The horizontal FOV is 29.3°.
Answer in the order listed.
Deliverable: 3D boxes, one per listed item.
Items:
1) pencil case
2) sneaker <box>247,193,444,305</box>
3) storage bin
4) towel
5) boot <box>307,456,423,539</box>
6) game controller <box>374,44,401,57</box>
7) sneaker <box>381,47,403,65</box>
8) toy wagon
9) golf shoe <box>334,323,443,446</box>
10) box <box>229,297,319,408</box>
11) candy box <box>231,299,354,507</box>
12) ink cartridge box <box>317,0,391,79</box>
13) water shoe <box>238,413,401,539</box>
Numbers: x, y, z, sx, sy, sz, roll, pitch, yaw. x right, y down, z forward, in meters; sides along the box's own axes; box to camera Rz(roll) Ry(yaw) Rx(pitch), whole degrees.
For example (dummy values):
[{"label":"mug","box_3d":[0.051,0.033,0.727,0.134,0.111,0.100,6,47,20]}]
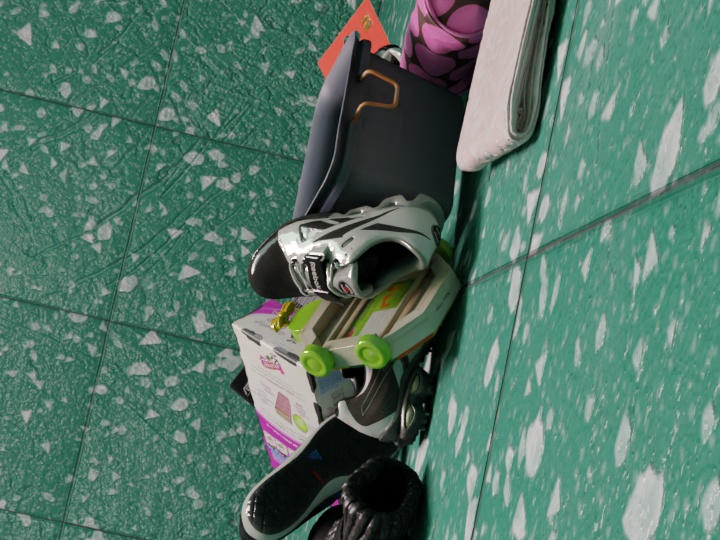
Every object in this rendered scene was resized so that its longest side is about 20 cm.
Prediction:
[{"label":"pencil case","box_3d":[0.095,-0.235,1.384,0.091,0.093,0.200,57,167,6]},{"label":"sneaker","box_3d":[-0.021,-0.008,1.263,0.074,0.198,0.089,59,-156,-28]},{"label":"storage bin","box_3d":[0.026,-0.121,1.351,0.146,0.133,0.201,124,159,-50]},{"label":"towel","box_3d":[0.129,-0.185,1.156,0.200,0.032,0.193,152,131,-83]},{"label":"boot","box_3d":[0.003,0.233,1.265,0.211,0.079,0.159,-103,23,-68]},{"label":"game controller","box_3d":[0.012,-0.181,1.643,0.105,0.042,0.200,60,144,9]},{"label":"sneaker","box_3d":[0.046,-0.148,1.501,0.080,0.070,0.202,30,-129,-65]},{"label":"toy wagon","box_3d":[0.001,0.039,1.290,0.199,0.040,0.156,-13,30,40]},{"label":"golf shoe","box_3d":[0.028,0.067,1.323,0.078,0.094,0.201,108,175,-56]},{"label":"box","box_3d":[-0.064,0.056,1.657,0.200,0.044,0.160,-53,-2,28]},{"label":"candy box","box_3d":[-0.055,0.145,1.465,0.136,0.061,0.201,26,139,44]},{"label":"ink cartridge box","box_3d":[-0.002,-0.213,1.721,0.160,0.047,0.202,-44,65,54]},{"label":"water shoe","box_3d":[-0.044,0.203,1.379,0.199,0.072,0.079,-31,-12,-28]}]
